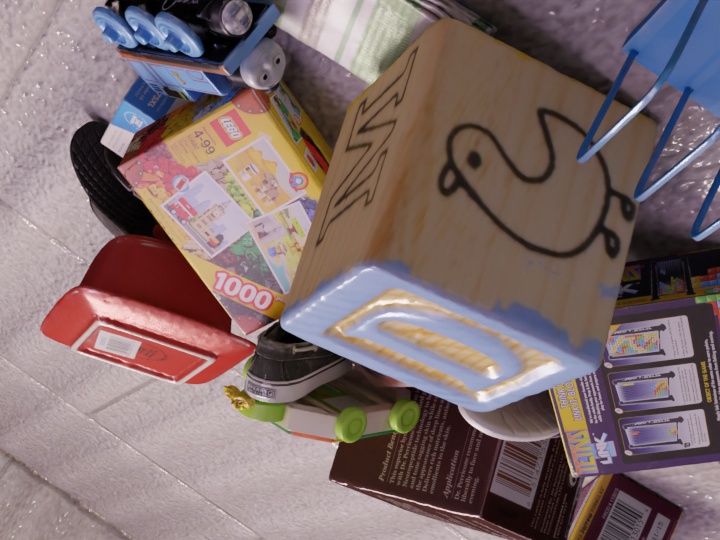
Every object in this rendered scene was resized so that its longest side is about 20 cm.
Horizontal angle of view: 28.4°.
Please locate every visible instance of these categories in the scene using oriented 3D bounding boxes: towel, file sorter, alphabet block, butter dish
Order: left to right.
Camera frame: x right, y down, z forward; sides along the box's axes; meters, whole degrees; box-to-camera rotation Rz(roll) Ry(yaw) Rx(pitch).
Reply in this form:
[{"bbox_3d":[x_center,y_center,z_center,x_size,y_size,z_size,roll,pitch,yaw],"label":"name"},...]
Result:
[{"bbox_3d":[-0.212,0.021,1.488,0.198,0.149,0.200,19,158,-18],"label":"butter dish"},{"bbox_3d":[-0.002,-0.192,1.099,0.199,0.031,0.149,31,155,2],"label":"towel"},{"bbox_3d":[0.077,-0.032,1.060,0.194,0.201,0.196,24,157,-17],"label":"alphabet block"},{"bbox_3d":[0.257,-0.083,0.898,0.199,0.123,0.139,33,155,-3],"label":"file sorter"}]

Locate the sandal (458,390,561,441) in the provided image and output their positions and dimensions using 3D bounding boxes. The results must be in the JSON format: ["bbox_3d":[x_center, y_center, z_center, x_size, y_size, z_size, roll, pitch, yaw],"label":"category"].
[{"bbox_3d":[0.167,0.125,1.313,0.083,0.202,0.050,51,133,30],"label":"sandal"}]

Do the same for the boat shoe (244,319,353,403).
[{"bbox_3d":[-0.049,0.068,1.343,0.070,0.064,0.200,13,-165,13],"label":"boat shoe"}]

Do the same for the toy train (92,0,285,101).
[{"bbox_3d":[-0.135,-0.194,1.161,0.199,0.087,0.114,17,156,51],"label":"toy train"}]

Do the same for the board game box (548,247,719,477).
[{"bbox_3d":[0.239,0.081,1.185,0.164,0.057,0.201,-7,130,14],"label":"board game box"}]

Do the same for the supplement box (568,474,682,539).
[{"bbox_3d":[0.271,0.330,1.641,0.103,0.131,0.200,30,156,2],"label":"supplement box"}]

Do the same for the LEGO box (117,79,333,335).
[{"bbox_3d":[-0.094,-0.064,1.266,0.148,0.077,0.201,-27,115,20],"label":"LEGO box"}]

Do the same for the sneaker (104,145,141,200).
[{"bbox_3d":[-0.178,-0.068,1.479,0.199,0.076,0.116,30,158,1],"label":"sneaker"}]

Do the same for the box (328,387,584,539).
[{"bbox_3d":[0.108,0.172,1.446,0.199,0.167,0.164,8,165,41],"label":"box"}]

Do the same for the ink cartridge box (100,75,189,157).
[{"bbox_3d":[-0.140,-0.109,1.363,0.199,0.068,0.116,35,155,-8],"label":"ink cartridge box"}]

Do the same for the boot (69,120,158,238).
[{"bbox_3d":[-0.275,-0.080,1.577,0.131,0.070,0.201,19,143,57],"label":"boot"}]

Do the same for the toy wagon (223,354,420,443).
[{"bbox_3d":[-0.047,0.122,1.352,0.199,0.040,0.155,-5,-160,-42],"label":"toy wagon"}]

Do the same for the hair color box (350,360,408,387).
[{"bbox_3d":[0.060,0.047,1.266,0.199,0.064,0.111,-7,134,50],"label":"hair color box"}]
